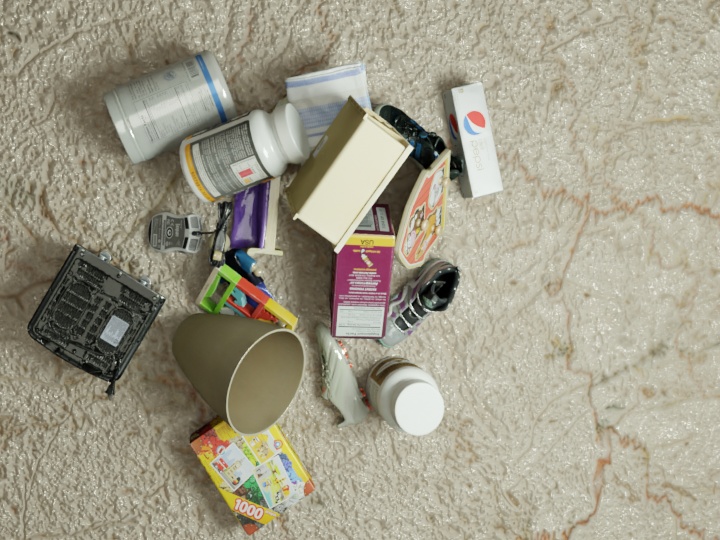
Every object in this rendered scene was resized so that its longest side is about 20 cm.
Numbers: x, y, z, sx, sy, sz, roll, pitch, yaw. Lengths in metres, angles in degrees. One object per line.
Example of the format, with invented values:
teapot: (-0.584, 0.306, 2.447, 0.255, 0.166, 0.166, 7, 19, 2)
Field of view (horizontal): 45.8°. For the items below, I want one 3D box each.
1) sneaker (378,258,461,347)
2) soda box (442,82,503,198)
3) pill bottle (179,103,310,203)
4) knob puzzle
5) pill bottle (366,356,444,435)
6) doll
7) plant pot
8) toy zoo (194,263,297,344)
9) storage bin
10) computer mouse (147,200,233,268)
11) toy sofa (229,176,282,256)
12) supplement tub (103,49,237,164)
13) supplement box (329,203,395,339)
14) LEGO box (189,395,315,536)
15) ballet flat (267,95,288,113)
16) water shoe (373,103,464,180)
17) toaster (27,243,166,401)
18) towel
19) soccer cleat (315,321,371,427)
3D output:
sneaker: (0.109, 0.061, 1.546, 0.077, 0.140, 0.201, 38, 86, -11)
soda box: (0.208, -0.240, 1.581, 0.062, 0.068, 0.205, -14, 96, -9)
pill bottle: (-0.190, -0.196, 1.407, 0.196, 0.116, 0.119, -18, 97, 15)
knob puzzle: (0.116, -0.086, 1.490, 0.030, 0.219, 0.224, 20, 90, 22)
pill bottle: (0.081, 0.226, 1.523, 0.111, 0.200, 0.117, -1, 94, -11)
doll: (-0.207, 0.018, 1.503, 0.202, 0.135, 0.049, 57, 48, -22)
plant pot: (-0.226, 0.152, 1.458, 0.197, 0.186, 0.191, 24, 89, 33)
toy zoo: (-0.190, 0.079, 1.496, 0.198, 0.131, 0.021, 37, 50, -4)
storage bin: (-0.028, -0.165, 1.388, 0.093, 0.199, 0.202, 32, 102, -19)
computer mouse: (-0.292, -0.066, 1.468, 0.043, 0.197, 0.113, 2, 92, -51)
toy sofa: (-0.179, -0.127, 1.510, 0.095, 0.083, 0.205, 5, 93, -11)
supplement tub: (-0.321, -0.279, 1.449, 0.197, 0.132, 0.134, -24, 98, -7)
supplement box: (0.000, 0.000, 1.490, 0.101, 0.132, 0.204, 2, 119, -5)
LEGO box: (-0.196, 0.346, 1.542, 0.147, 0.077, 0.202, -33, 99, -6)
ballet flat: (-0.094, -0.298, 1.519, 0.196, 0.071, 0.066, -20, 136, -15)
water shoe: (0.109, -0.239, 1.541, 0.199, 0.078, 0.073, 37, 61, -24)
toaster: (-0.449, 0.080, 1.456, 0.179, 0.119, 0.203, 31, 88, -10)
towel: (-0.046, -0.249, 1.480, 0.143, 0.024, 0.205, -10, 100, 1)
soccer cleat: (-0.047, 0.195, 1.567, 0.076, 0.069, 0.204, -24, 101, -5)
